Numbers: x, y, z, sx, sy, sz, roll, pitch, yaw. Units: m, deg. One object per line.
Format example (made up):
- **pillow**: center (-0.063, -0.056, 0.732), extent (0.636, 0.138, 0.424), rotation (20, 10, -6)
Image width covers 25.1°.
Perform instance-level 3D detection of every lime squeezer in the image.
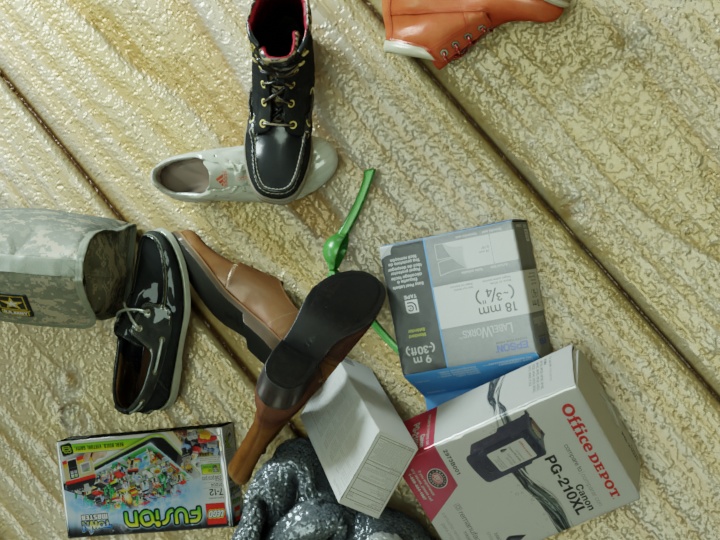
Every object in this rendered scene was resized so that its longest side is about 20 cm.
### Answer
- **lime squeezer**: center (0.000, 0.000, 1.677), extent (0.070, 0.038, 0.201), rotation (-11, 89, -1)

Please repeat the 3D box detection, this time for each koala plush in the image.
- **koala plush**: center (-0.011, 0.275, 1.624), extent (0.199, 0.177, 0.185), rotation (13, 85, 20)

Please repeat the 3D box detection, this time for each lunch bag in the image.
- **lunch bag**: center (-0.338, -0.004, 1.685), extent (0.163, 0.200, 0.118), rotation (6, 94, 8)

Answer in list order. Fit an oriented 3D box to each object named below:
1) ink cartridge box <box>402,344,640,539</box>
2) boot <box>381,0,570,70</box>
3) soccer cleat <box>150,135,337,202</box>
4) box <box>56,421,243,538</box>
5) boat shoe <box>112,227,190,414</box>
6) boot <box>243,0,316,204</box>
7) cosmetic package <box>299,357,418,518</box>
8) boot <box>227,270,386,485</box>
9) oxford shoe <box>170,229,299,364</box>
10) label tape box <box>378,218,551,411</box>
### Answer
- **ink cartridge box**: center (0.156, 0.185, 1.584), extent (0.199, 0.084, 0.145), rotation (-26, 109, 17)
- **boot**: center (0.112, -0.251, 1.612), extent (0.199, 0.075, 0.108), rotation (10, 99, 25)
- **soccer cleat**: center (-0.123, -0.101, 1.685), extent (0.199, 0.078, 0.070), rotation (-6, 91, 17)
- **box**: center (-0.229, 0.229, 1.757), extent (0.199, 0.035, 0.111), rotation (-7, 91, 18)
- **boat shoe**: center (-0.226, 0.055, 1.717), extent (0.072, 0.067, 0.201), rotation (15, 103, 42)
- **boot**: center (-0.080, -0.182, 1.602), extent (0.073, 0.151, 0.201), rotation (7, 70, 3)
- **cosmetic package**: center (-0.004, 0.160, 1.602), extent (0.051, 0.200, 0.083), rotation (27, 102, -20)
- **boot**: center (-0.054, 0.110, 1.633), extent (0.068, 0.189, 0.200), rotation (29, 143, 5)
- **oxford shoe**: center (-0.124, 0.021, 1.708), extent (0.071, 0.071, 0.200), rotation (-39, 70, -21)
- **label tape box**: center (0.111, 0.059, 1.626), extent (0.144, 0.063, 0.201), rotation (-11, 89, 18)
